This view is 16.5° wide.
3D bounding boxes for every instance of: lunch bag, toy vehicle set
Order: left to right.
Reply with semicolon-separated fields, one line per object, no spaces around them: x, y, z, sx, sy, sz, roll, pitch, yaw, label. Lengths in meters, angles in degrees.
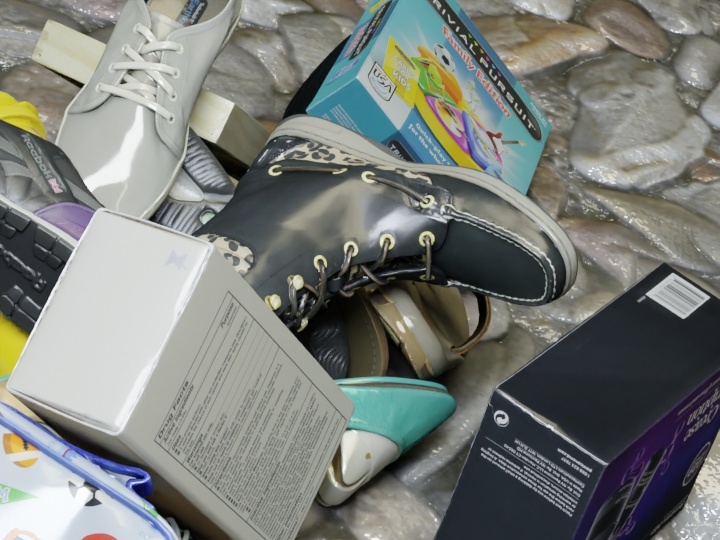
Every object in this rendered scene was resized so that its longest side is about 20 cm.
-0.177;0.140;1.143;0.199;0.076;0.161;32;74;14;lunch bag
-0.123;-0.105;1.540;0.124;0.027;0.200;25;-1;7;toy vehicle set

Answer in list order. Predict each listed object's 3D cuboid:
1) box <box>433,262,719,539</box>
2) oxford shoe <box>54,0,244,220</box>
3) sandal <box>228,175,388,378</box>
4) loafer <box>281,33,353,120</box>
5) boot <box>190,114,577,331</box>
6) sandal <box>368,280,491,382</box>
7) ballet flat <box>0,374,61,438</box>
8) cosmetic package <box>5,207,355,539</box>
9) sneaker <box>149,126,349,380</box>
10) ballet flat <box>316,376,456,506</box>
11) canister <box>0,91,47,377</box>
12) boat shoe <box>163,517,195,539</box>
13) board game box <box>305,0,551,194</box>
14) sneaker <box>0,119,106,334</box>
0.129;0.101;1.365;0.079;0.142;0.200;35;36;18;box
-0.121;-0.104;1.388;0.075;0.058;0.201;22;66;6;oxford shoe
-0.033;-0.009;1.501;0.069;0.078;0.211;-18;43;-41;sandal
-0.009;-0.085;1.644;0.072;0.073;0.201;35;34;-17;loafer
-0.001;0.001;1.344;0.203;0.074;0.154;23;45;24;boot
0.047;0.017;1.469;0.081;0.054;0.200;53;8;-2;sandal
-0.213;0.095;1.273;0.198;0.069;0.063;-3;47;-17;ballet flat
-0.083;0.063;1.218;0.071;0.200;0.106;18;71;28;cosmetic package
-0.081;-0.004;1.468;0.075;0.115;0.201;-37;92;-12;sneaker
-0.038;0.096;1.369;0.199;0.067;0.071;4;60;-22;ballet flat
-0.198;-0.004;1.397;0.148;0.087;0.200;-17;49;-41;canister
-0.120;0.149;1.237;0.198;0.061;0.076;13;33;-10;boat shoe
0.050;-0.100;1.631;0.151;0.047;0.200;51;29;-15;board game box
-0.202;-0.049;1.312;0.200;0.076;0.088;44;29;-3;sneaker
